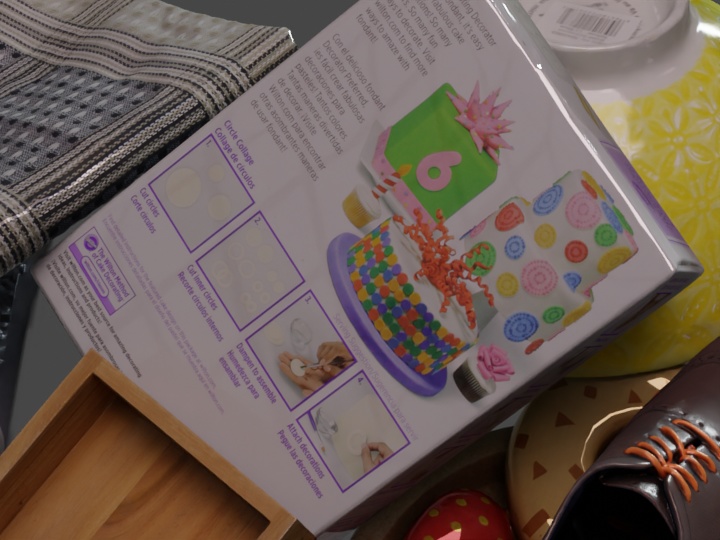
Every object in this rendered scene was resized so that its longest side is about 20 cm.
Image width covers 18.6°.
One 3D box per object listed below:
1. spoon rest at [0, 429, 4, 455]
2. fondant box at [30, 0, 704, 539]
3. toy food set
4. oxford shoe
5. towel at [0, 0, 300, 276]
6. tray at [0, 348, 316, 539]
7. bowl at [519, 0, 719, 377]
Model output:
[{"bbox_3d":[-0.217,0.104,0.799,0.199,0.061,0.100,-30,58,-6],"label":"spoon rest"},{"bbox_3d":[0.000,0.000,0.789,0.200,0.058,0.145,-37,76,16],"label":"fondant box"},{"bbox_3d":[0.086,0.133,0.784,0.199,0.049,0.198,-24,59,-18],"label":"toy food set"},{"bbox_3d":[0.109,0.080,0.748,0.071,0.073,0.200,28,58,18],"label":"oxford shoe"},{"bbox_3d":[-0.148,-0.063,0.875,0.192,0.035,0.200,-37,34,-24],"label":"towel"},{"bbox_3d":[-0.116,0.136,0.744,0.098,0.037,0.200,37,83,22],"label":"tray"},{"bbox_3d":[0.086,-0.064,0.861,0.199,0.108,0.201,-2,40,1],"label":"bowl"}]
